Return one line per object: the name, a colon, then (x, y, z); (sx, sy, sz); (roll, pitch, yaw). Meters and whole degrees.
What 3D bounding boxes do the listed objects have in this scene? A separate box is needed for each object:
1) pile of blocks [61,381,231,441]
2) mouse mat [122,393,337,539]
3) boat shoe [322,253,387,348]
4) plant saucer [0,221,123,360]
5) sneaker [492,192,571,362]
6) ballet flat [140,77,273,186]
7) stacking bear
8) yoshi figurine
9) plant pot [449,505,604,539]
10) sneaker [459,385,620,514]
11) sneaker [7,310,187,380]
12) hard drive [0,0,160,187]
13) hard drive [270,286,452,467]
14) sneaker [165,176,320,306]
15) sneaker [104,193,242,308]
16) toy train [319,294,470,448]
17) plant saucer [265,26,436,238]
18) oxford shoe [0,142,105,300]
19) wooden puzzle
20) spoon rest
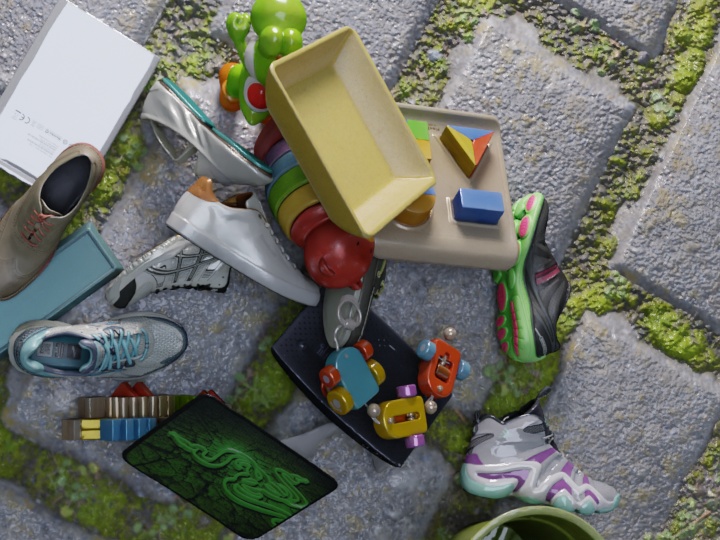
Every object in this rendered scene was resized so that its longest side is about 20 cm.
pile of blocks: (-0.233, 0.155, 1.497); (0.197, 0.082, 0.063); (-1, 88, -12)
mouse mat: (-0.143, 0.219, 1.474); (0.199, 0.160, 0.008); (37, 36, -25)
boat shoe: (0.002, -0.001, 1.537); (0.060, 0.072, 0.204); (23, 60, -30)
plant saucer: (-0.364, 0.030, 1.507); (0.199, 0.019, 0.070); (-37, 96, -12)
sneaker: (0.208, 0.008, 1.613); (0.083, 0.076, 0.203); (2, 90, -29)
ballet flat: (-0.176, -0.138, 1.503); (0.069, 0.070, 0.200); (-43, 63, -10)
stacking bear: (-0.042, -0.071, 1.490); (0.113, 0.121, 0.202); (-30, 57, 16)
yoshi figurine: (-0.098, -0.241, 1.484); (0.112, 0.200, 0.113); (-31, 86, -20)
plant pot: (0.168, 0.357, 1.521); (0.197, 0.190, 0.203); (1, 87, -13)
sneaker: (0.223, 0.209, 1.596); (0.197, 0.078, 0.142); (11, 86, -12)
sneaker: (-0.285, 0.092, 1.480); (0.197, 0.086, 0.079); (-5, 97, -18)
hard drive: (-0.332, -0.187, 1.518); (0.131, 0.027, 0.202); (30, 82, -9)
hard drive: (-0.002, 0.120, 1.546); (0.200, 0.042, 0.135); (43, 57, -3)
sneaker: (-0.111, -0.033, 1.477); (0.199, 0.073, 0.085); (34, 85, -27)
sneaker: (-0.191, -0.003, 1.517); (0.199, 0.076, 0.088); (-33, 98, -9)
toy train: (0.029, 0.114, 1.496); (0.199, 0.055, 0.152); (27, 64, -32)
plant saucer: (-0.018, -0.143, 1.429); (0.048, 0.200, 0.202); (-25, 98, 31)
oxford shoe: (-0.353, -0.055, 1.462); (0.070, 0.075, 0.201); (32, 91, -9)
wooden puzzle: (0.093, -0.106, 1.557); (0.183, 0.046, 0.202); (6, 62, -18)
spoon rest: (-0.062, 0.208, 1.537); (0.198, 0.099, 0.061); (-1, 65, -26)
